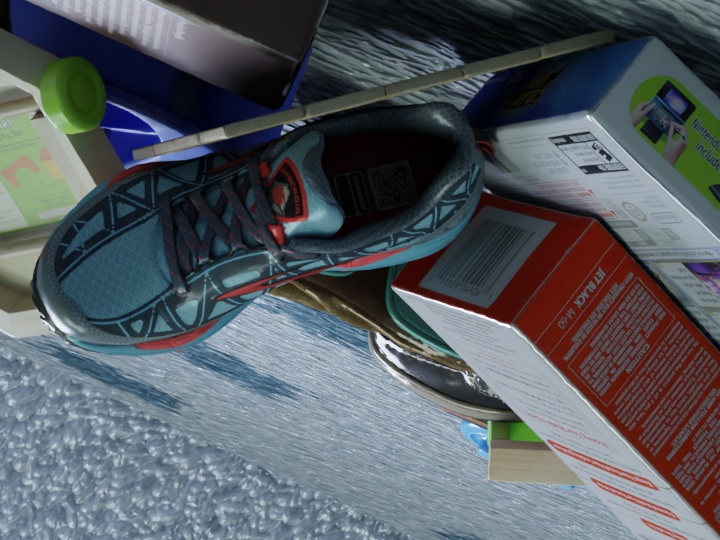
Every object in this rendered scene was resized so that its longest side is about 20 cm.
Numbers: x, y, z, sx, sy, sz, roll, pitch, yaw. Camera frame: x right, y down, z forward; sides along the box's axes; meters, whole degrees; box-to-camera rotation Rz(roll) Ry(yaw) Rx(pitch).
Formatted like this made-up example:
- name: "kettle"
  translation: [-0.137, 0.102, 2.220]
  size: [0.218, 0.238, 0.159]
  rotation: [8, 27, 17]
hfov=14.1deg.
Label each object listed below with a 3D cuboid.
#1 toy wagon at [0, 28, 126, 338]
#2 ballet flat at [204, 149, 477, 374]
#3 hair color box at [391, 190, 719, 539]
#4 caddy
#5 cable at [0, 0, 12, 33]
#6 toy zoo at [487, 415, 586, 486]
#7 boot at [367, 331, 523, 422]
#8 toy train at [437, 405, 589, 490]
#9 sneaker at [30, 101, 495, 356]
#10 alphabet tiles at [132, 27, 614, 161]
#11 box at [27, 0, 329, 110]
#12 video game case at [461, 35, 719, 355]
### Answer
- name: "toy wagon"
  translation: [-0.171, -0.057, 1.270]
  size: [0.155, 0.040, 0.200]
  rotation: [-9, 122, 35]
- name: "ballet flat"
  translation: [0.000, 0.000, 1.325]
  size: [0.199, 0.068, 0.072]
  rotation: [18, 168, -17]
- name: "hair color box"
  translation: [0.117, 0.056, 1.270]
  size: [0.200, 0.064, 0.111]
  rotation: [46, 167, -26]
- name: "caddy"
  translation: [-0.117, -0.086, 1.378]
  size: [0.141, 0.105, 0.200]
  rotation: [29, 169, -34]
- name: "cable"
  translation: [-0.162, -0.114, 1.279]
  size: [0.097, 0.050, 0.200]
  rotation: [0, 127, 39]
- name: "toy zoo"
  translation: [0.132, 0.061, 1.528]
  size: [0.131, 0.021, 0.200]
  rotation: [4, -157, 2]
- name: "boot"
  translation: [0.089, 0.013, 1.409]
  size: [0.199, 0.073, 0.151]
  rotation: [19, 148, 24]
- name: "toy train"
  translation: [0.144, 0.089, 1.802]
  size: [0.199, 0.087, 0.114]
  rotation: [24, 162, 9]
- name: "sneaker"
  translation: [-0.041, -0.029, 1.190]
  size: [0.096, 0.199, 0.080]
  rotation: [124, 124, -73]
- name: "alphabet tiles"
  translation: [-0.009, -0.069, 1.207]
  size: [0.167, 0.008, 0.200]
  rotation: [-16, -177, -19]
- name: "box"
  translation: [-0.105, -0.142, 1.160]
  size: [0.199, 0.075, 0.100]
  rotation: [26, 170, -3]
- name: "video game case"
  translation: [0.137, -0.014, 1.204]
  size: [0.181, 0.045, 0.200]
  rotation: [43, 169, -11]
